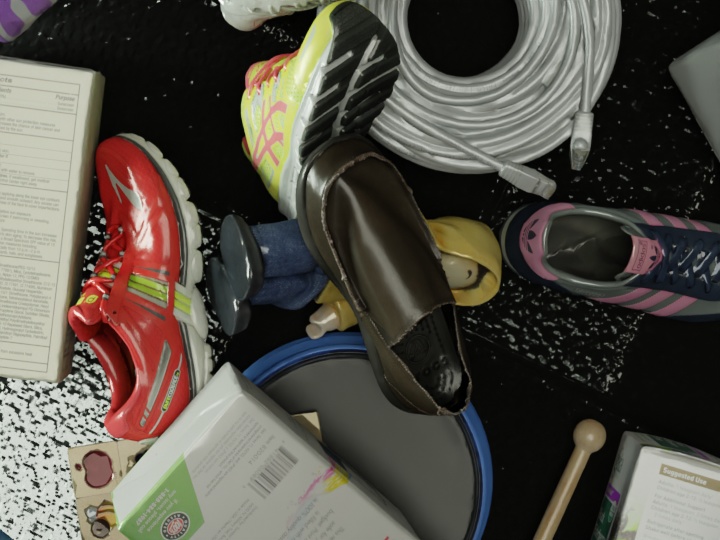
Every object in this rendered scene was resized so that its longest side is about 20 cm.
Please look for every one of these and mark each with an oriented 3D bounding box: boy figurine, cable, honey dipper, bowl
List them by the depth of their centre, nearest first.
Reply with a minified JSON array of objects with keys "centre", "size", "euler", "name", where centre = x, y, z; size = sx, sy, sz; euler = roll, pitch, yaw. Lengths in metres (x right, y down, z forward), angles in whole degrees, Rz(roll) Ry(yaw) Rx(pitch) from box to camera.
[{"centre":[0.000,0.000,1.248],"size":[0.198,0.125,0.065],"euler":[-2,48,-28],"name":"boy figurine"},{"centre":[0.071,-0.164,1.260],"size":[0.198,0.069,0.202],"euler":[17,92,-2],"name":"cable"},{"centre":[-0.009,0.142,1.285],"size":[0.198,0.039,0.203],"euler":[0,92,-3],"name":"bowl"},{"centre":[0.118,0.193,1.298],"size":[0.038,0.038,0.201],"euler":[25,87,-3],"name":"honey dipper"}]

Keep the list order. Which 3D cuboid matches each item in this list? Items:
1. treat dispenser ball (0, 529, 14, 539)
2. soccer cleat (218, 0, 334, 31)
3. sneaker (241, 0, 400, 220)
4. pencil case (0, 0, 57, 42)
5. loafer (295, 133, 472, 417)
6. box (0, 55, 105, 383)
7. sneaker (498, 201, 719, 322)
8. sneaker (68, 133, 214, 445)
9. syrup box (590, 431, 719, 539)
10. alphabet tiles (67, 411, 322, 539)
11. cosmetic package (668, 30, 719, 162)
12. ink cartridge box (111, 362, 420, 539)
[{"centre":[-0.282,0.244,1.197],"size":[0.199,0.201,0.203],"euler":[0,93,-2],"name":"treat dispenser ball"},{"centre":[-0.048,-0.186,1.212],"size":[0.068,0.199,0.086],"euler":[4,108,-46],"name":"soccer cleat"},{"centre":[-0.039,-0.107,1.206],"size":[0.078,0.201,0.090],"euler":[-32,70,-29],"name":"sneaker"},{"centre":[-0.184,-0.236,1.236],"size":[0.200,0.084,0.086],"euler":[-43,126,-1],"name":"pencil case"},{"centre":[0.027,0.006,1.176],"size":[0.073,0.071,0.201],"euler":[-36,119,-17],"name":"loafer"},{"centre":[-0.223,-0.035,1.248],"size":[0.094,0.078,0.202],"euler":[8,92,-2],"name":"box"},{"centre":[0.193,-0.004,1.264],"size":[0.198,0.082,0.071],"euler":[6,91,-6],"name":"sneaker"},{"centre":[-0.146,0.011,1.226],"size":[0.084,0.077,0.202],"euler":[-7,83,-33],"name":"sneaker"},{"centre":[0.187,0.215,1.277],"size":[0.081,0.079,0.202],"euler":[15,92,-3],"name":"syrup box"},{"centre":[-0.095,0.203,1.262],"size":[0.165,0.008,0.202],"euler":[-8,94,-2],"name":"alphabet tiles"},{"centre":[0.326,-0.112,1.195],"size":[0.164,0.200,0.166],"euler":[-30,93,-12],"name":"cosmetic package"},{"centre":[-0.045,0.169,1.213],"size":[0.200,0.067,0.117],"euler":[43,91,-17],"name":"ink cartridge box"}]
